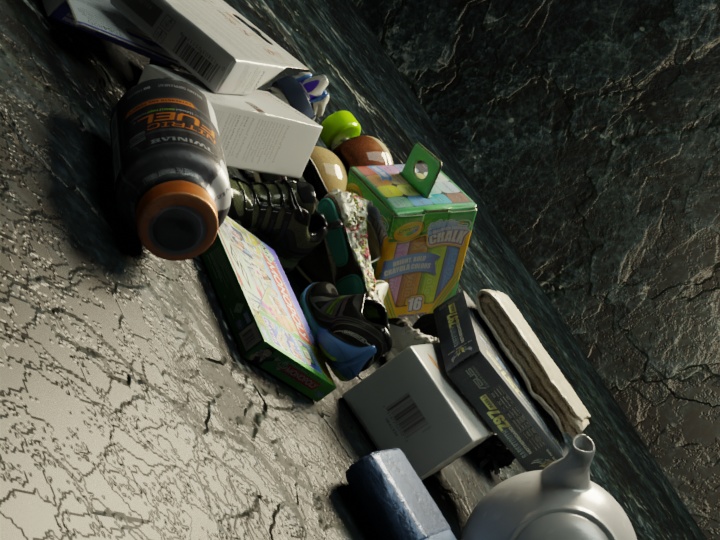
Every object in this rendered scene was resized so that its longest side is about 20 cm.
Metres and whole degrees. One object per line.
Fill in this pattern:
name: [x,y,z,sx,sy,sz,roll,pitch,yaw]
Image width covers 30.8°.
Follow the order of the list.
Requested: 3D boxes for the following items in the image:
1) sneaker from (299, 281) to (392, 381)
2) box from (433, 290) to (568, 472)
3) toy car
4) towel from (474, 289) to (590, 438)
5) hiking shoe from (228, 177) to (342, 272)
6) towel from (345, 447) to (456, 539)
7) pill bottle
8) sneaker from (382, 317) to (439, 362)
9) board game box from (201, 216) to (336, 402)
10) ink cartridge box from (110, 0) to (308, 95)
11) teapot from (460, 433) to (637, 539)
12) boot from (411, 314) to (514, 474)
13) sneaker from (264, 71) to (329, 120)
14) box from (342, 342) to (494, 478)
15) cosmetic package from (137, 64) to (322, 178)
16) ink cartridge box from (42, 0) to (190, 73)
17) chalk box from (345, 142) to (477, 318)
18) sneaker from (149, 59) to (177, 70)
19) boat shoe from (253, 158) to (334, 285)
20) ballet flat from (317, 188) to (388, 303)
sneaker: [-0.012,0.059,1.408,0.071,0.083,0.200,67,-7,-21]
box: [0.164,0.137,1.514,0.200,0.051,0.158,50,12,-21]
toy car: [-0.064,-0.104,1.707,0.200,0.158,0.164,-9,54,-44]
towel: [0.204,0.109,1.546,0.200,0.034,0.133,57,10,10]
hiking shoe: [-0.104,-0.077,1.453,0.200,0.101,0.076,37,21,-52]
towel: [0.057,0.264,1.239,0.200,0.049,0.112,58,13,17]
pill bottle: [-0.176,-0.090,1.213,0.106,0.106,0.200,45,15,-33]
sneaker: [0.081,0.084,1.663,0.200,0.115,0.075,55,12,7]
board game box: [-0.103,0.030,1.336,0.135,0.029,0.200,37,20,-50]
ink cartridge box: [-0.164,-0.258,1.455,0.163,0.057,0.200,40,13,13]
teapot: [0.192,0.295,1.291,0.200,0.197,0.146,54,-5,2]
boot: [0.144,0.167,1.770,0.162,0.073,0.198,39,26,-42]
sneaker: [-0.114,-0.218,1.697,0.081,0.146,0.200,56,12,12]
box: [0.076,0.159,1.481,0.124,0.097,0.200,56,13,11]
cosmetic package: [-0.145,-0.161,1.426,0.102,0.074,0.200,34,18,31]
ink cartridge box: [-0.268,-0.289,1.463,0.199,0.041,0.200,18,34,-42]
chalk box: [0.054,-0.057,1.622,0.124,0.200,0.124,-6,33,-28]
sneaker: [-0.211,-0.234,1.581,0.104,0.060,0.200,49,20,-33]
boat shoe: [-0.057,-0.057,1.593,0.074,0.063,0.202,-29,91,-47]
ballet flat: [0.000,0.000,1.542,0.064,0.076,0.200,-7,86,-35]
